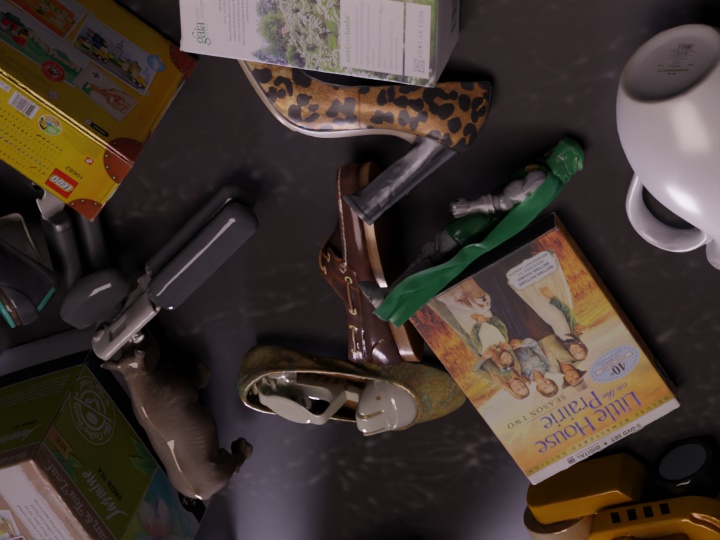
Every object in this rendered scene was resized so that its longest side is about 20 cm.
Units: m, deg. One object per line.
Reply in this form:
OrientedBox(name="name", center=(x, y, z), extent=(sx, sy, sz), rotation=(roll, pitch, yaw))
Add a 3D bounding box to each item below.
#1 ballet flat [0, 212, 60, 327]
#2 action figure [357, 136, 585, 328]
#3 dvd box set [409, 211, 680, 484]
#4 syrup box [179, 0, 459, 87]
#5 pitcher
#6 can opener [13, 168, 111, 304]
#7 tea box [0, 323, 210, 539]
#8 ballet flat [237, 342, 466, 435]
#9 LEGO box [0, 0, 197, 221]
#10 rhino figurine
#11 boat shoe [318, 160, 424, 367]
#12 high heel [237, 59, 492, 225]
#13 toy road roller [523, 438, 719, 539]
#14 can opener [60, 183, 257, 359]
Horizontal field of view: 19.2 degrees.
OrientedBox(name="ballet flat", center=(-0.322, -0.034, 1.797), extent=(0.200, 0.073, 0.073), rotation=(45, 137, 26))
OrientedBox(name="action figure", center=(0.090, -0.034, 1.632), extent=(0.200, 0.118, 0.055), rotation=(-36, 88, 5))
OrientedBox(name="dvd box set", center=(0.148, 0.067, 1.722), extent=(0.146, 0.029, 0.200), rotation=(-29, 115, 16))
OrientedBox(name="syrup box", center=(-0.031, -0.200, 1.563), extent=(0.199, 0.082, 0.079), rotation=(10, 128, 12))
OrientedBox(name="pitcher", center=(0.245, -0.080, 1.551), extent=(0.171, 0.122, 0.200), rotation=(0, 140, 38))
OrientedBox(name="can opener", center=(-0.249, -0.046, 1.793), extent=(0.066, 0.053, 0.201), rotation=(29, 141, 44))
OrientedBox(name="tea box", center=(-0.250, 0.188, 1.875), extent=(0.133, 0.197, 0.200), rotation=(-16, 121, 29))
OrientedBox(name="ballet flat", center=(-0.011, 0.108, 1.814), extent=(0.199, 0.071, 0.071), rotation=(9, 130, 12))
OrientedBox(name="LEGO box", center=(-0.245, -0.157, 1.628), extent=(0.200, 0.149, 0.077), rotation=(35, 131, -10))
OrientedBox(name="rhino figurine", center=(-0.167, 0.114, 1.858), extent=(0.060, 0.088, 0.200), rotation=(-17, 115, 27))
OrientedBox(name="boat shoe", center=(0.000, 0.000, 1.719), extent=(0.070, 0.071, 0.201), rotation=(-2, 127, 15))
OrientedBox(name="high heel", center=(-0.001, -0.153, 1.625), extent=(0.142, 0.071, 0.200), rotation=(-40, 88, 7))
OrientedBox(name="toy road roller", center=(0.233, 0.240, 1.780), extent=(0.199, 0.146, 0.123), rotation=(-14, 121, 28))
OrientedBox(name="can opener", center=(-0.165, 0.001, 1.750), extent=(0.200, 0.053, 0.066), rotation=(-38, 129, 24))
